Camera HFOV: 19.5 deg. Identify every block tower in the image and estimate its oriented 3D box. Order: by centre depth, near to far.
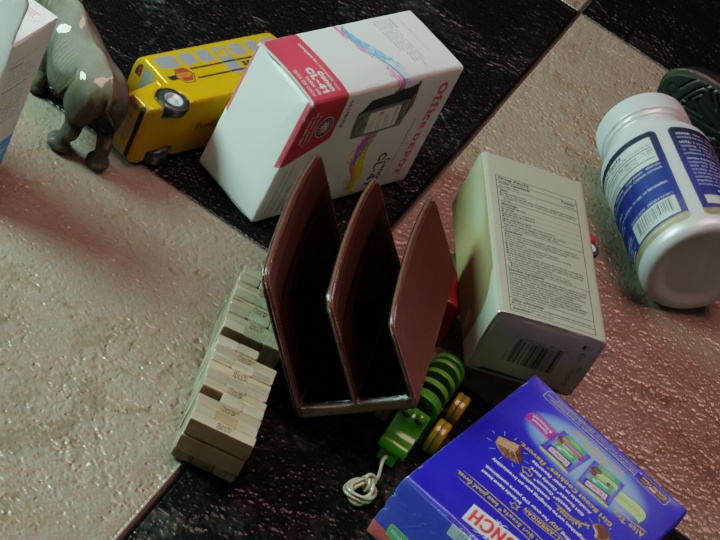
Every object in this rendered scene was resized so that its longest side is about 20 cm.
[{"bbox_3d":[-0.095,0.077,1.630,0.058,0.054,0.200,26,37,-6],"label":"block tower"}]

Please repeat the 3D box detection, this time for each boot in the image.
[{"bbox_3d":[0.414,-0.177,2.235,0.211,0.079,0.158,35,43,-11],"label":"boot"}]

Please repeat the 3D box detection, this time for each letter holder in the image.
[{"bbox_3d":[0.000,0.000,1.675,0.100,0.143,0.200,-6,30,16],"label":"letter holder"}]

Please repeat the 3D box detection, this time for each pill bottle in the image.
[{"bbox_3d":[0.296,-0.071,2.008,0.115,0.116,0.201,10,42,-24],"label":"pill bottle"}]

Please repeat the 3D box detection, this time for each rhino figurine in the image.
[{"bbox_3d":[-0.251,-0.184,1.800,0.059,0.088,0.201,0,46,-34],"label":"rhino figurine"}]

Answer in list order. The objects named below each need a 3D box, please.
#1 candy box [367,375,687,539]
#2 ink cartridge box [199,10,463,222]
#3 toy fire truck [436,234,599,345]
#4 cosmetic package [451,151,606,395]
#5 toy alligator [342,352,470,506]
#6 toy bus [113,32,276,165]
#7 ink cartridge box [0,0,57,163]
[{"bbox_3d":[0.132,0.194,1.627,0.169,0.077,0.200,42,38,14],"label":"candy box"},{"bbox_3d":[-0.024,-0.137,1.847,0.199,0.148,0.086,-17,57,-43],"label":"ink cartridge box"},{"bbox_3d":[0.131,0.008,1.863,0.140,0.049,0.200,27,37,-5],"label":"toy fire truck"},{"bbox_3d":[0.139,0.001,1.777,0.105,0.071,0.201,18,40,-16],"label":"cosmetic package"},{"bbox_3d":[0.044,0.116,1.676,0.059,0.054,0.200,34,37,6],"label":"toy alligator"},{"bbox_3d":[-0.140,-0.154,1.857,0.199,0.065,0.078,-18,57,-44],"label":"toy bus"},{"bbox_3d":[-0.315,-0.175,1.653,0.115,0.200,0.068,35,37,8],"label":"ink cartridge box"}]
